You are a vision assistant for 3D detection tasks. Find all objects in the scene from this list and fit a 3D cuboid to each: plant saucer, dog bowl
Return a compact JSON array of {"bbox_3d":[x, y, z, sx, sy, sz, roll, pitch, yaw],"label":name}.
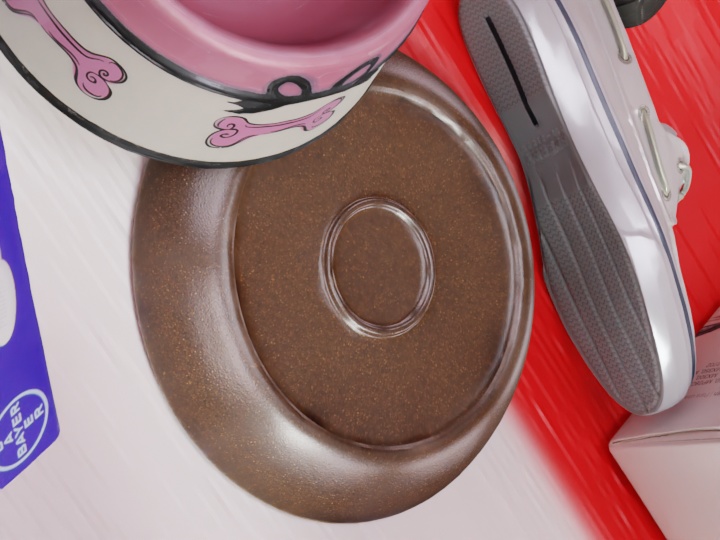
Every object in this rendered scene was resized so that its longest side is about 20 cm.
[{"bbox_3d":[0.000,0.000,1.094,0.200,0.032,0.201,6,80,-36],"label":"plant saucer"},{"bbox_3d":[-0.052,-0.144,1.025,0.200,0.074,0.201,11,70,-31],"label":"dog bowl"}]

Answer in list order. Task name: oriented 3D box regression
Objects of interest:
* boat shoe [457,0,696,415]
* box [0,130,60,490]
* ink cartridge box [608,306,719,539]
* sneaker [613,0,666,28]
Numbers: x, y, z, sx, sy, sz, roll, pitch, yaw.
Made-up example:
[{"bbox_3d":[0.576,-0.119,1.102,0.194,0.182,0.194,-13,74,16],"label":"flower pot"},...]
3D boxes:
[{"bbox_3d":[0.110,-0.042,1.153,0.067,0.073,0.201,-24,98,-28],"label":"boat shoe"},{"bbox_3d":[-0.203,0.029,0.833,0.200,0.105,0.184,-43,145,-33],"label":"box"},{"bbox_3d":[0.221,0.067,1.221,0.200,0.084,0.145,-46,111,-33],"label":"ink cartridge box"},{"bbox_3d":[0.152,-0.190,1.212,0.091,0.076,0.200,35,67,-39],"label":"sneaker"}]
